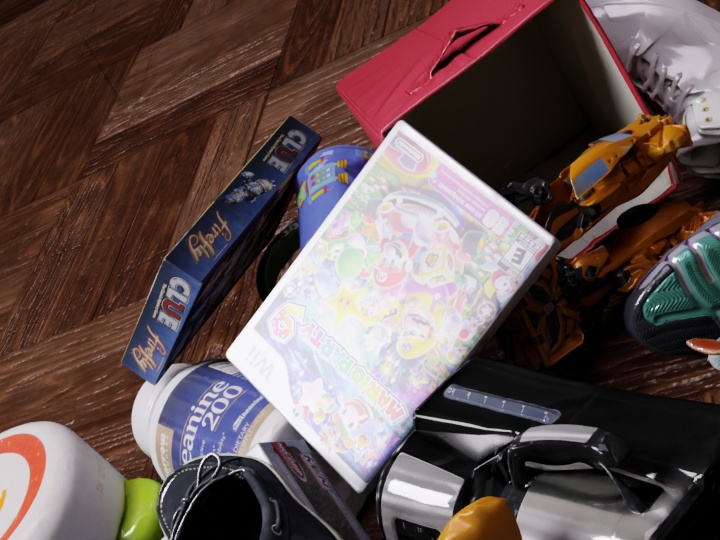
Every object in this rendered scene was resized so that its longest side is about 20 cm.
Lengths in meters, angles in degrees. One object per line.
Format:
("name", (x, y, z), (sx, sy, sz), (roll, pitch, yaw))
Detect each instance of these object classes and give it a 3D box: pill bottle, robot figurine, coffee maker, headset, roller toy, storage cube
("pill bottle", (-0.090, 0.128, 0.862), (0.199, 0.111, 0.111), (11, 56, 50))
("robot figurine", (0.153, -0.013, 0.777), (0.199, 0.146, 0.058), (-38, 22, -19))
("coffee maker", (0.137, 0.127, 0.651), (0.191, 0.137, 0.199), (-12, 14, -40))
("headset", (-0.005, 0.000, 0.955), (0.198, 0.094, 0.124), (19, 61, 34))
("roller toy", (-0.262, 0.220, 0.889), (0.181, 0.140, 0.201), (6, 53, 48))
("storage cube", (0.107, -0.110, 0.884), (0.170, 0.201, 0.180), (-36, 22, 2))

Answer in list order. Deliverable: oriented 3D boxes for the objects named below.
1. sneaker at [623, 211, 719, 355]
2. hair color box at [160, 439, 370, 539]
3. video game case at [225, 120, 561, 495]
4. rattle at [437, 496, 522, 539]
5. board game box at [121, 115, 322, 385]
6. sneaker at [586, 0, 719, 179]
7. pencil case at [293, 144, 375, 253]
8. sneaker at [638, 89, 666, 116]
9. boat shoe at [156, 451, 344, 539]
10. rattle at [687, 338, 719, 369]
("sneaker", (0.254, -0.015, 0.764), (0.199, 0.075, 0.088), (-32, 14, -3))
("hair color box", (-0.088, 0.210, 0.724), (0.200, 0.060, 0.099), (-46, 66, 16))
("video game case", (0.016, 0.021, 0.744), (0.143, 0.018, 0.201), (40, 97, 28))
("rattle", (0.006, 0.190, 0.631), (0.128, 0.145, 0.200), (0, -5, -8))
("board game box", (-0.108, -0.018, 0.907), (0.201, 0.034, 0.136), (-56, -1, -44))
("sneaker", (0.236, -0.136, 0.848), (0.198, 0.074, 0.116), (19, 57, 18))
("pencil case", (0.000, 0.000, 0.850), (0.078, 0.086, 0.202), (123, 148, -42))
("sneaker", (0.223, -0.178, 0.978), (0.084, 0.077, 0.201), (-25, 36, 2))
("boat shoe", (-0.073, 0.138, 0.621), (0.199, 0.062, 0.075), (13, 75, 61))
("rattle", (0.306, 0.020, 0.644), (0.200, 0.143, 0.130), (-44, -9, -11))
